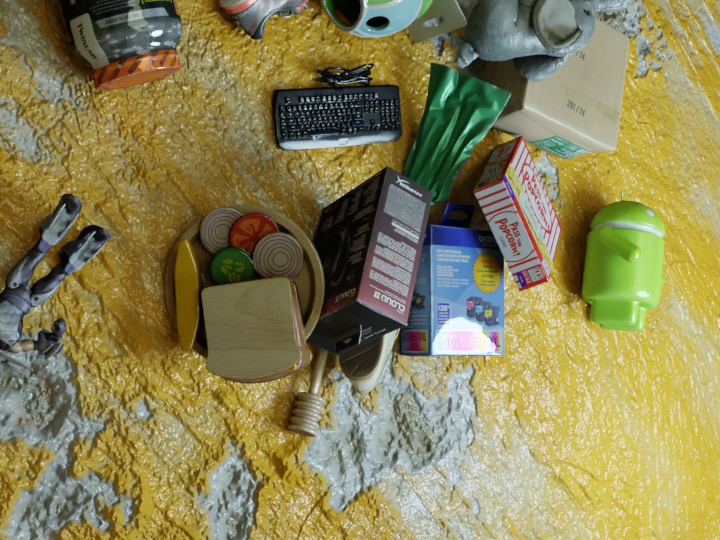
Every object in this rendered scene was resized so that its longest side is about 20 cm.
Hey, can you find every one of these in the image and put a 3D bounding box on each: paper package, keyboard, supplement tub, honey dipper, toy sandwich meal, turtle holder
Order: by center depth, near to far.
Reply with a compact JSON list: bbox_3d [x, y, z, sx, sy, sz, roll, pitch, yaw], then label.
[{"bbox_3d":[-0.263,-0.304,1.110,0.121,0.122,0.203,-18,96,-35],"label":"supplement tub"},{"bbox_3d":[-0.132,0.027,1.164,0.202,0.070,0.208,0,93,0],"label":"toy sandwich meal"},{"bbox_3d":[0.029,-0.365,1.284,0.132,0.184,0.142,-40,110,-32],"label":"turtle holder"},{"bbox_3d":[-0.045,0.105,1.293,0.038,0.038,0.202,28,68,-31],"label":"honey dipper"},{"bbox_3d":[-0.022,-0.213,1.328,0.198,0.039,0.106,-11,94,-37],"label":"keyboard"},{"bbox_3d":[0.281,-0.280,1.512,0.198,0.103,0.193,16,79,-34],"label":"paper package"}]

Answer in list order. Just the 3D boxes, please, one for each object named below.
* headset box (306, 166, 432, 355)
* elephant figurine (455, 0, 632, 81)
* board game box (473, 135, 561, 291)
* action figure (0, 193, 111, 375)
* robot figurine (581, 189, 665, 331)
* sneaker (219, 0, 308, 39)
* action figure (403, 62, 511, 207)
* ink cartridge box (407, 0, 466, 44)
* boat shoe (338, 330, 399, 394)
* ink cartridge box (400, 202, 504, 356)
[{"bbox_3d":[0.000,0.000,1.235,0.077,0.148,0.202,26,59,-25],"label":"headset box"},{"bbox_3d":[0.244,-0.321,1.363,0.198,0.142,0.157,21,114,-1],"label":"elephant figurine"},{"bbox_3d":[0.220,-0.083,1.428,0.153,0.046,0.200,63,24,-15],"label":"board game box"},{"bbox_3d":[-0.344,0.019,1.064,0.130,0.069,0.201,46,66,-29],"label":"action figure"},{"bbox_3d":[0.397,-0.013,1.566,0.175,0.114,0.203,27,69,-55],"label":"robot figurine"},{"bbox_3d":[-0.090,-0.360,1.280,0.200,0.077,0.082,-47,126,-20],"label":"sneaker"},{"bbox_3d":[0.111,-0.164,1.393,0.202,0.117,0.055,-67,162,2],"label":"action figure"},{"bbox_3d":[0.083,-0.414,1.371,0.067,0.116,0.202,-35,108,-32],"label":"ink cartridge box"},{"bbox_3d":[0.021,0.059,1.327,0.065,0.071,0.202,75,27,-58],"label":"boat shoe"},{"bbox_3d":[0.123,0.014,1.395,0.135,0.076,0.203,3,83,-35],"label":"ink cartridge box"}]
